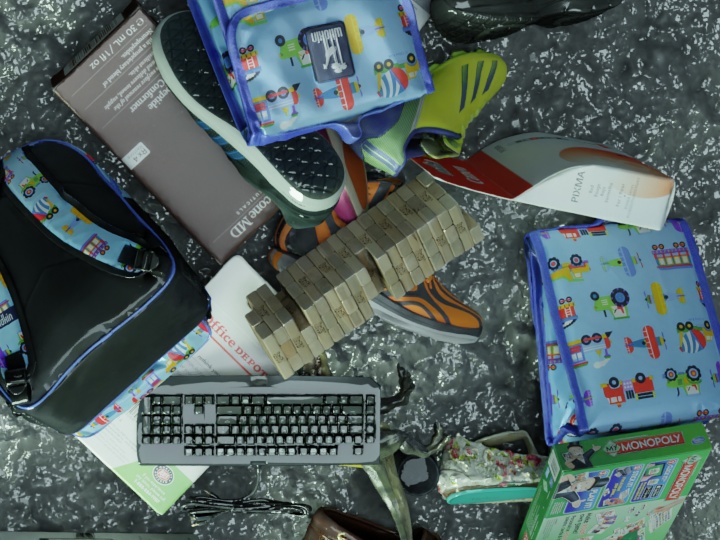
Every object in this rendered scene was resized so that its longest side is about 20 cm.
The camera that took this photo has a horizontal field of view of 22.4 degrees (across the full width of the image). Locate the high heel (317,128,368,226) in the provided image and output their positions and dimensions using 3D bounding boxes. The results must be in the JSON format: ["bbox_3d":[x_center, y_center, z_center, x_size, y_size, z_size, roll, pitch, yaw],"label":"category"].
[{"bbox_3d":[-0.063,-0.118,1.479,0.096,0.067,0.201,-17,104,21],"label":"high heel"}]

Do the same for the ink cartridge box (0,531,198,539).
[{"bbox_3d":[-0.234,0.300,1.523,0.199,0.084,0.147,2,99,-15],"label":"ink cartridge box"}]

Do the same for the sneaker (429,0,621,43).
[{"bbox_3d":[0.130,-0.243,1.519,0.199,0.076,0.091,-16,92,-41],"label":"sneaker"}]

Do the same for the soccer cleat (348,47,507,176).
[{"bbox_3d":[0.064,-0.126,1.496,0.084,0.065,0.200,47,42,15],"label":"soccer cleat"}]

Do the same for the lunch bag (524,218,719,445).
[{"bbox_3d":[0.229,0.039,1.580,0.150,0.094,0.201,-6,80,-14],"label":"lunch bag"}]

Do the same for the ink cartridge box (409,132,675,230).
[{"bbox_3d":[0.141,-0.090,1.513,0.199,0.162,0.050,14,101,-15],"label":"ink cartridge box"}]

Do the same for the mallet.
[{"bbox_3d":[-0.031,0.162,1.581,0.199,0.066,0.041,8,92,0],"label":"mallet"}]

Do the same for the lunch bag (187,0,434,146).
[{"bbox_3d":[-0.042,-0.189,1.384,0.150,0.094,0.201,-17,83,-18],"label":"lunch bag"}]

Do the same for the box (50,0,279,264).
[{"bbox_3d":[-0.149,-0.113,1.481,0.100,0.075,0.200,-43,108,2],"label":"box"}]

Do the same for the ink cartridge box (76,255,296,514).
[{"bbox_3d":[-0.141,0.087,1.521,0.200,0.067,0.117,-45,107,-3],"label":"ink cartridge box"}]

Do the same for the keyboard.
[{"bbox_3d":[-0.083,0.149,1.486,0.199,0.021,0.128,0,101,-4],"label":"keyboard"}]

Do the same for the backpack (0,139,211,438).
[{"bbox_3d":[-0.238,0.007,1.441,0.182,0.135,0.200,-43,62,-1],"label":"backpack"}]

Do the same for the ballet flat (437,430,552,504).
[{"bbox_3d":[0.161,0.173,1.613,0.199,0.076,0.064,5,64,-20],"label":"ballet flat"}]

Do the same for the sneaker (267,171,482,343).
[{"bbox_3d":[0.030,-0.016,1.541,0.199,0.078,0.113,24,94,-16],"label":"sneaker"}]

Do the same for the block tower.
[{"bbox_3d":[0.000,0.000,1.469,0.199,0.054,0.058,-34,136,-8],"label":"block tower"}]

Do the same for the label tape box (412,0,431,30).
[{"bbox_3d":[-0.031,-0.214,1.501,0.144,0.063,0.200,36,89,-16],"label":"label tape box"}]

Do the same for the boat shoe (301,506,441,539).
[{"bbox_3d":[0.044,0.259,1.592,0.199,0.070,0.071,16,99,-16],"label":"boat shoe"}]

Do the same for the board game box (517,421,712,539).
[{"bbox_3d":[0.215,0.202,1.579,0.134,0.200,0.029,-8,56,-13],"label":"board game box"}]

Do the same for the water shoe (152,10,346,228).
[{"bbox_3d":[-0.096,-0.112,1.415,0.071,0.079,0.200,-35,77,-27],"label":"water shoe"}]

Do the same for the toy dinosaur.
[{"bbox_3d":[0.021,0.136,1.527,0.088,0.047,0.201,-33,100,-11],"label":"toy dinosaur"}]
